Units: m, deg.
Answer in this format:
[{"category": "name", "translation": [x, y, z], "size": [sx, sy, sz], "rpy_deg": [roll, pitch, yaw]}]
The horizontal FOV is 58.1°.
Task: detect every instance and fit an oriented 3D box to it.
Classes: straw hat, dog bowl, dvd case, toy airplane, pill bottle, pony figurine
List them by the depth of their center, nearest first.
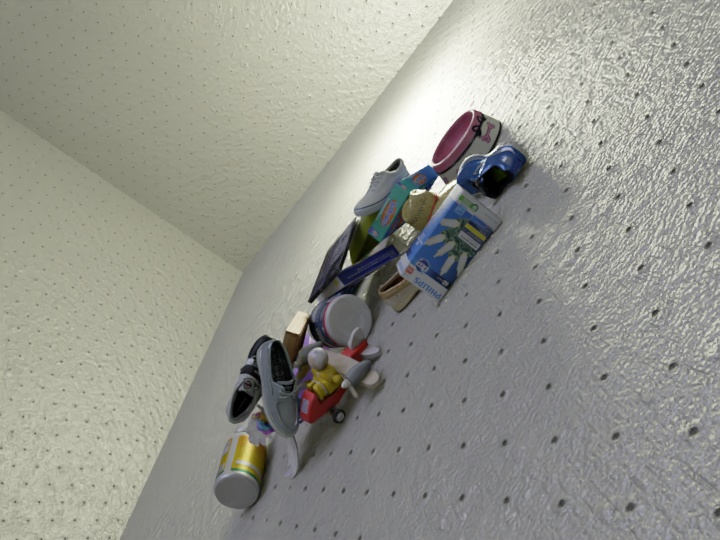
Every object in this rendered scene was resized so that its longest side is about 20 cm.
[{"category": "toy airplane", "translation": [-0.053, 0.201, 1.365], "size": [0.197, 0.141, 0.202], "rpy_deg": [-29, 39, 19]}, {"category": "pony figurine", "translation": [-0.170, 0.330, 1.449], "size": [0.199, 0.164, 0.197], "rpy_deg": [-35, -43, -44]}, {"category": "straw hat", "translation": [0.140, -0.138, 1.469], "size": [0.201, 0.083, 0.205], "rpy_deg": [-157, 89, -87]}, {"category": "dog bowl", "translation": [0.247, -0.299, 1.565], "size": [0.201, 0.073, 0.201], "rpy_deg": [-51, 16, 20]}, {"category": "pill bottle", "translation": [-0.061, 0.128, 1.585], "size": [0.121, 0.118, 0.199], "rpy_deg": [-61, 15, -19]}, {"category": "pill bottle", "translation": [-0.293, 0.480, 1.618], "size": [0.113, 0.112, 0.201], "rpy_deg": [-50, 17, 22]}, {"category": "dvd case", "translation": [-0.067, -0.028, 1.621], "size": [0.149, 0.016, 0.202], "rpy_deg": [-47, 17, 41]}]

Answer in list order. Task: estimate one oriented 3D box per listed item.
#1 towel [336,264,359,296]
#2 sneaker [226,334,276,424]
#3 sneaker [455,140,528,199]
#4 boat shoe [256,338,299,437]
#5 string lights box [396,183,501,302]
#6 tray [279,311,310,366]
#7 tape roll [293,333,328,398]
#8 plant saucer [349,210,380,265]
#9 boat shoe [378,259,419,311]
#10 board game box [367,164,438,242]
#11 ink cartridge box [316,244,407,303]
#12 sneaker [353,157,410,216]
[{"category": "towel", "translation": [-0.062, 0.085, 1.809], "size": [0.203, 0.048, 0.111], "rpy_deg": [-64, 17, -20]}, {"category": "sneaker", "translation": [-0.229, 0.237, 1.396], "size": [0.089, 0.073, 0.204], "rpy_deg": [139, 153, -81]}, {"category": "sneaker", "translation": [0.253, -0.191, 1.324], "size": [0.090, 0.078, 0.199], "rpy_deg": [-60, 15, -24]}, {"category": "boat shoe", "translation": [-0.166, 0.241, 1.345], "size": [0.071, 0.069, 0.205], "rpy_deg": [-36, 66, 52]}, {"category": "string lights box", "translation": [0.169, -0.052, 1.258], "size": [0.202, 0.102, 0.059], "rpy_deg": [-54, 16, 13]}, {"category": "tray", "translation": [-0.154, 0.167, 1.500], "size": [0.200, 0.036, 0.101], "rpy_deg": [-80, 5, -81]}, {"category": "tape roll", "translation": [-0.165, 0.273, 1.725], "size": [0.201, 0.065, 0.201], "rpy_deg": [-52, 15, 20]}, {"category": "plant saucer", "translation": [0.045, -0.133, 1.698], "size": [0.199, 0.048, 0.202], "rpy_deg": [-43, -15, -43]}, {"category": "boat shoe", "translation": [0.112, 0.000, 1.393], "size": [0.201, 0.069, 0.074], "rpy_deg": [-51, 16, 20]}, {"category": "board game box", "translation": [0.109, -0.169, 1.604], "size": [0.199, 0.045, 0.153], "rpy_deg": [-37, -18, -53]}, {"category": "ink cartridge box", "translation": [0.000, 0.000, 1.628], "size": [0.196, 0.048, 0.200], "rpy_deg": [-29, -5, -33]}, {"category": "sneaker", "translation": [0.045, -0.206, 1.584], "size": [0.072, 0.072, 0.200], "rpy_deg": [4, 39, 46]}]
